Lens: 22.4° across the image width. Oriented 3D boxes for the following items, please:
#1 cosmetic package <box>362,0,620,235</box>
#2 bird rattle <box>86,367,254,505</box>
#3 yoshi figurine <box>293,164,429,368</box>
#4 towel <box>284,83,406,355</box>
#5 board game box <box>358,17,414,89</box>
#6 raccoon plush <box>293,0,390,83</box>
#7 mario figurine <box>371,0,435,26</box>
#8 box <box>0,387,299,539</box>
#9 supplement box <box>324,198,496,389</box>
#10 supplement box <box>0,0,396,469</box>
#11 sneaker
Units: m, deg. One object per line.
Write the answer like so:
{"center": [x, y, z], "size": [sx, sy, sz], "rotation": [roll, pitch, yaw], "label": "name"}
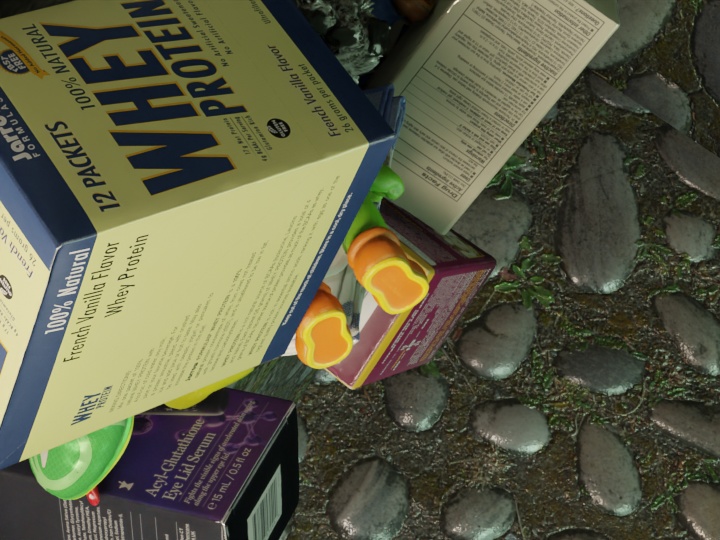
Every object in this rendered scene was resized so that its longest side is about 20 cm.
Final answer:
{"center": [0.077, -0.135, 1.249], "size": [0.200, 0.105, 0.071], "rotation": [-49, -165, 26], "label": "cosmetic package"}
{"center": [-0.169, 0.051, 1.252], "size": [0.200, 0.113, 0.163], "rotation": [-30, 144, -46], "label": "bird rattle"}
{"center": [-0.040, -0.033, 1.109], "size": [0.112, 0.200, 0.112], "rotation": [-5, 136, -37], "label": "yoshi figurine"}
{"center": [-0.048, -0.028, 1.174], "size": [0.024, 0.147, 0.200], "rotation": [50, 41, -43], "label": "towel"}
{"center": [0.014, -0.207, 1.304], "size": [0.200, 0.151, 0.046], "rotation": [-58, 174, 28], "label": "board game box"}
{"center": [-0.063, -0.176, 1.183], "size": [0.200, 0.097, 0.134], "rotation": [-29, -130, 33], "label": "raccoon plush"}
{"center": [-0.046, -0.154, 1.252], "size": [0.200, 0.124, 0.106], "rotation": [-37, 145, 28], "label": "mario figurine"}
{"center": [-0.161, 0.159, 1.335], "size": [0.148, 0.199, 0.105], "rotation": [-60, 156, -53], "label": "box"}
{"center": [0.000, 0.000, 1.314], "size": [0.103, 0.131, 0.200], "rotation": [-57, 166, 12], "label": "supplement box"}
{"center": [-0.124, -0.029, 0.938], "size": [0.199, 0.134, 0.200], "rotation": [-21, 153, -35], "label": "supplement box"}
{"center": [-0.175, 0.059, 1.119], "size": [0.084, 0.074, 0.200], "rotation": [-36, 151, -57], "label": "sneaker"}
